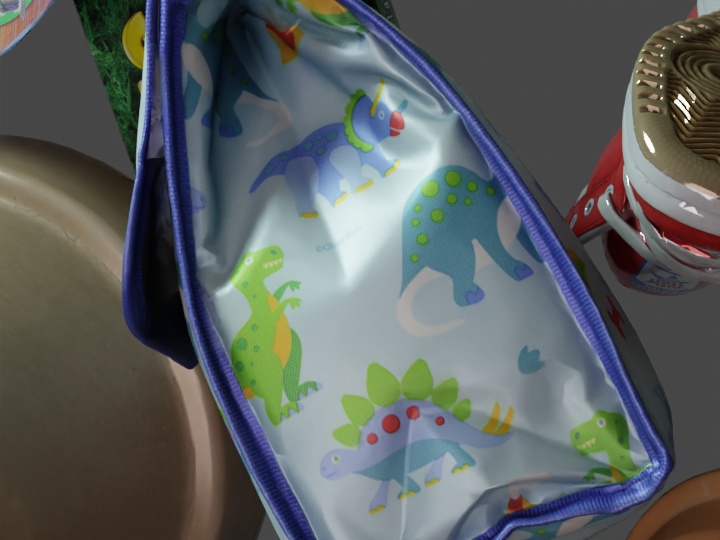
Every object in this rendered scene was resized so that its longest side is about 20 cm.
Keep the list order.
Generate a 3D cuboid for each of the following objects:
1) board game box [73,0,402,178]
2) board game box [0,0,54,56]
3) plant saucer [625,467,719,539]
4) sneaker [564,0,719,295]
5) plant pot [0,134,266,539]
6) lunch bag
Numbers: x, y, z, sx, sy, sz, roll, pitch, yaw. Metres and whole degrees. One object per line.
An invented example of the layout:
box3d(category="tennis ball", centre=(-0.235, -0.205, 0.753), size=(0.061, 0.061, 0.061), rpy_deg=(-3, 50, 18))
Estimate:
box3d(category="board game box", centre=(-0.034, -0.063, 0.869), size=(0.104, 0.023, 0.201), rpy_deg=(-18, 96, 22))
box3d(category="board game box", centre=(-0.158, -0.163, 0.828), size=(0.158, 0.039, 0.201), rpy_deg=(-36, 73, 42))
box3d(category="plant saucer", centre=(0.119, 0.152, 0.698), size=(0.200, 0.032, 0.202), rpy_deg=(29, 124, 55))
box3d(category="sneaker", centre=(0.099, -0.019, 0.746), size=(0.071, 0.200, 0.113), rpy_deg=(27, 116, 5))
box3d(category="plant pot", centre=(-0.154, 0.067, 0.841), size=(0.199, 0.174, 0.202), rpy_deg=(6, 105, 25))
box3d(category="lunch bag", centre=(0.000, 0.000, 0.756), size=(0.127, 0.170, 0.201), rpy_deg=(-26, 83, 1))
